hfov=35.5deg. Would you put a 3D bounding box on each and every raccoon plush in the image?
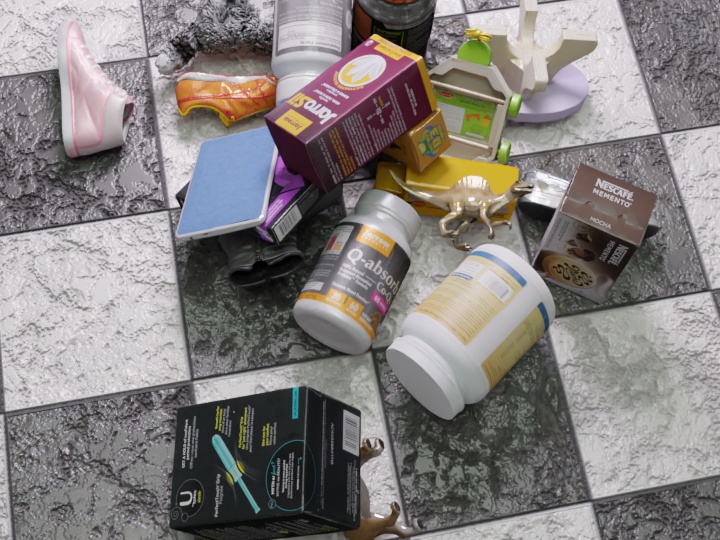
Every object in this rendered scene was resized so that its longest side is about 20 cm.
[{"bbox_3d":[-0.187,-0.321,1.652,0.134,0.097,0.200,42,87,4],"label":"raccoon plush"}]

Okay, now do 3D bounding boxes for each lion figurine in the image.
[{"bbox_3d":[-0.010,0.283,1.413,0.121,0.072,0.203,-29,76,21],"label":"lion figurine"}]

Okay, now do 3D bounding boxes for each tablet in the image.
[{"bbox_3d":[-0.174,-0.120,1.514,0.128,0.014,0.202,-11,43,16],"label":"tablet"}]

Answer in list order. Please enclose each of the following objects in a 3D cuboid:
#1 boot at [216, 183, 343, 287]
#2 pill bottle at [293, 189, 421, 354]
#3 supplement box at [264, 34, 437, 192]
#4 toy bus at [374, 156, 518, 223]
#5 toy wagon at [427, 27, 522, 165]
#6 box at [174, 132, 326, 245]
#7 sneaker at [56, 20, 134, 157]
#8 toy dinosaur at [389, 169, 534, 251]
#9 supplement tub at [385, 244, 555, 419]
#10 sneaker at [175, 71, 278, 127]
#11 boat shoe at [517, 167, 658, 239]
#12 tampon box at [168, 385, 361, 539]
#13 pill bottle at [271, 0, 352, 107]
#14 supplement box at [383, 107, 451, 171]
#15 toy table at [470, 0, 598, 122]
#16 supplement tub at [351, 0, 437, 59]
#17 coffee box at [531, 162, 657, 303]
[{"bbox_3d":[-0.096,-0.051,1.521,0.198,0.070,0.132,-28,42,-3],"label":"boot"},{"bbox_3d":[0.000,0.000,1.506,0.115,0.117,0.202,25,69,7],"label":"pill bottle"},{"bbox_3d":[-0.012,-0.208,1.473,0.199,0.086,0.110,-39,43,-16],"label":"supplement box"},{"bbox_3d":[0.118,-0.116,1.580,0.196,0.079,0.066,8,67,0],"label":"toy bus"},{"bbox_3d":[0.150,-0.241,1.583,0.153,0.040,0.203,18,112,14],"label":"toy wagon"},{"bbox_3d":[-0.141,-0.116,1.529,0.198,0.036,0.143,17,55,39],"label":"box"},{"bbox_3d":[-0.376,-0.264,1.610,0.103,0.075,0.204,-7,76,-1],"label":"sneaker"},{"bbox_3d":[0.135,-0.084,1.515,0.196,0.058,0.103,2,66,11],"label":"toy dinosaur"},{"bbox_3d":[0.143,0.080,1.466,0.144,0.145,0.200,43,71,13],"label":"supplement tub"},{"bbox_3d":[-0.169,-0.247,1.632,0.196,0.073,0.079,0,94,-4],"label":"sneaker"},{"bbox_3d":[0.325,-0.093,1.588,0.198,0.075,0.066,13,72,9],"label":"boat shoe"},{"bbox_3d":[-0.113,0.238,1.352,0.197,0.126,0.153,-13,64,29],"label":"tampon box"},{"bbox_3d":[-0.068,-0.322,1.568,0.111,0.114,0.204,2,80,-2],"label":"pill bottle"},{"bbox_3d":[0.038,-0.212,1.571,0.068,0.067,0.199,-37,43,-15],"label":"supplement box"},{"bbox_3d":[0.244,-0.304,1.631,0.196,0.118,0.186,-7,58,-11],"label":"toy table"},{"bbox_3d":[0.047,-0.374,1.614,0.120,0.201,0.125,1,68,-3],"label":"supplement tub"},{"bbox_3d":[0.306,-0.046,1.497,0.112,0.201,0.081,24,68,6],"label":"coffee box"}]
